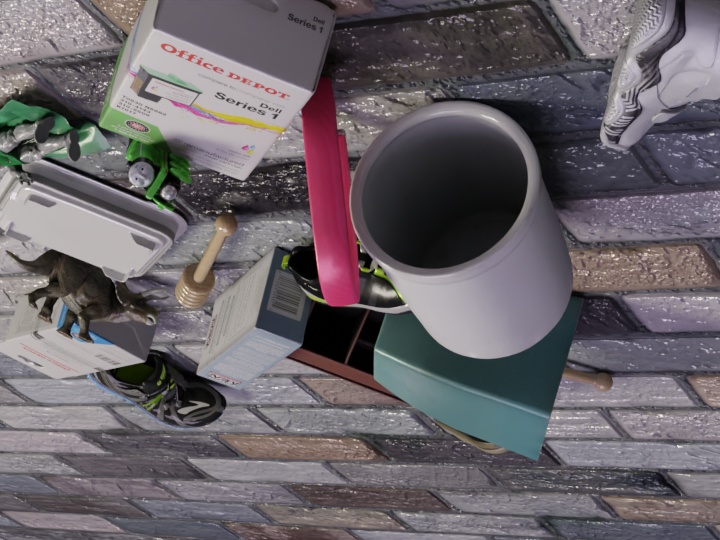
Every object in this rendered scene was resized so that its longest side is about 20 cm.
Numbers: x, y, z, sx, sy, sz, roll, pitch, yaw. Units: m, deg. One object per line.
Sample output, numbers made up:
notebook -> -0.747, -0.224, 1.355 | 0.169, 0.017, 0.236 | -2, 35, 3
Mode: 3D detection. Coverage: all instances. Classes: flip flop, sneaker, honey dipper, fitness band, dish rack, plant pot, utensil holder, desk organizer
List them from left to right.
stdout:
dish rack -> -0.304, -0.048, 1.812 | 0.199, 0.044, 0.172 | 23, 155, -17
sneaker -> -0.268, 0.154, 2.191 | 0.199, 0.071, 0.083 | 26, 159, -19
honey dipper -> -0.167, -0.014, 1.809 | 0.038, 0.038, 0.200 | 18, 152, -9
fitness band -> -0.026, -0.069, 1.446 | 0.037, 0.201, 0.144 | -7, -176, 0
sneaker -> 0.000, 0.000, 1.718 | 0.199, 0.072, 0.083 | -7, 147, 38
desk organizer -> 0.019, 0.090, 1.903 | 0.199, 0.072, 0.077 | 22, 152, -17
utensil holder -> 0.099, -0.029, 1.490 | 0.169, 0.171, 0.200 | 4, 156, 21
plant pot -> 0.120, 0.089, 1.778 | 0.199, 0.142, 0.141 | 17, 156, 8
flip flop -> 0.143, 0.170, 1.913 | 0.058, 0.081, 0.200 | 44, 175, -24
honey dipper -> 0.195, 0.107, 1.890 | 0.199, 0.038, 0.038 | 14, 156, -7
sneaker -> 0.253, -0.145, 1.267 | 0.114, 0.076, 0.200 | 15, 152, 4

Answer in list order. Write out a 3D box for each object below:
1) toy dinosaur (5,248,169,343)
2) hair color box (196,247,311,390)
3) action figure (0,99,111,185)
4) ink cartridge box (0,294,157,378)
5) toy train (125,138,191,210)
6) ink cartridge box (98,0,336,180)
toy dinosaur -> -0.331, 0.019, 1.924 | 0.200, 0.103, 0.077 | 36, 161, -24
hair color box -> -0.118, 0.058, 1.870 | 0.060, 0.100, 0.200 | 21, 155, -18
action figure -> -0.358, -0.123, 1.672 | 0.118, 0.055, 0.199 | 30, 155, -37
ink cartridge box -> -0.361, 0.075, 2.075 | 0.116, 0.068, 0.199 | 32, 149, -35
toy train -> -0.187, -0.101, 1.516 | 0.056, 0.042, 0.200 | 32, -170, -14
ink cartridge box -> -0.125, -0.170, 1.403 | 0.144, 0.084, 0.200 | 20, 155, -14
